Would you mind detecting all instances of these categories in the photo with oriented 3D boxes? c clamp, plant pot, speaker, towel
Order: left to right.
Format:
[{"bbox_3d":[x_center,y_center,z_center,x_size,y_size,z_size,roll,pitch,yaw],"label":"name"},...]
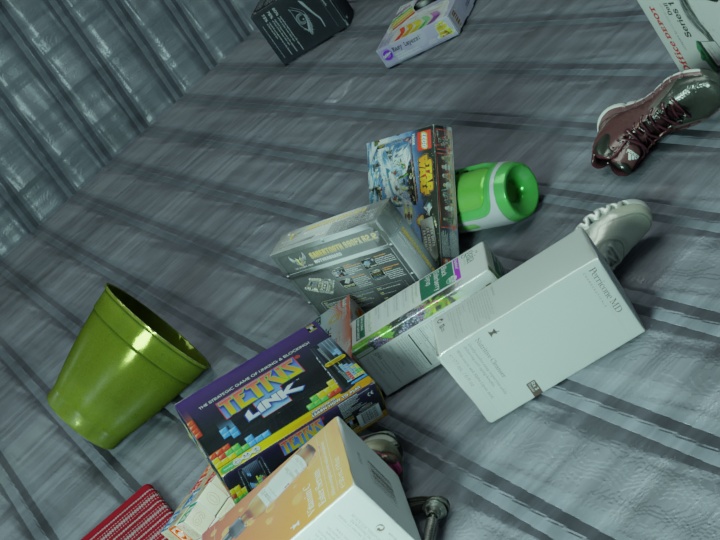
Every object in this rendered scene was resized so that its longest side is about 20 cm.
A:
[{"bbox_3d":[-0.364,0.157,1.879,0.193,0.200,0.200,-51,24,-1],"label":"plant pot"},{"bbox_3d":[-0.296,0.357,1.600,0.144,0.023,0.200,-41,25,-12],"label":"towel"},{"bbox_3d":[0.046,0.292,1.232,0.170,0.027,0.200,-33,24,27],"label":"c clamp"},{"bbox_3d":[0.146,-0.095,1.715,0.199,0.089,0.089,-10,36,47],"label":"speaker"}]

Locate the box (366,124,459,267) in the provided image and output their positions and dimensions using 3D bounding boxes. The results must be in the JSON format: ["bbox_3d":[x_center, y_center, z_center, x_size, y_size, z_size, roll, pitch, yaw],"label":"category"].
[{"bbox_3d":[0.071,-0.087,1.706,0.040,0.202,0.136,2,-8,-41],"label":"box"}]

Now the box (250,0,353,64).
[{"bbox_3d":[-0.138,-0.615,2.988,0.199,0.148,0.105,-26,25,22],"label":"box"}]

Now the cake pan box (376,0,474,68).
[{"bbox_3d":[0.139,-0.508,2.521,0.183,0.052,0.200,-18,31,34],"label":"cake pan box"}]

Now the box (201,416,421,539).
[{"bbox_3d":[-0.054,0.275,1.263,0.200,0.106,0.152,-42,20,6],"label":"box"}]

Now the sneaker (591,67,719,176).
[{"bbox_3d":[0.370,-0.172,1.571,0.200,0.076,0.116,-25,29,51],"label":"sneaker"}]

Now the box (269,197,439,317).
[{"bbox_3d":[0.000,0.000,1.657,0.199,0.159,0.048,-17,30,40],"label":"box"}]

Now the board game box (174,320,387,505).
[{"bbox_3d":[-0.093,0.159,1.424,0.199,0.057,0.165,-31,35,-13],"label":"board game box"}]

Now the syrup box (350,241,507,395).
[{"bbox_3d":[0.090,0.058,1.519,0.199,0.082,0.079,-33,24,15],"label":"syrup box"}]

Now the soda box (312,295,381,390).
[{"bbox_3d":[-0.019,0.116,1.586,0.068,0.064,0.200,-36,22,16],"label":"soda box"}]

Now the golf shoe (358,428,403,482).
[{"bbox_3d":[-0.042,0.240,1.396,0.199,0.073,0.092,-22,20,10],"label":"golf shoe"}]

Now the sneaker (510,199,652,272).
[{"bbox_3d":[0.257,-0.001,1.421,0.200,0.075,0.081,-39,37,4],"label":"sneaker"}]

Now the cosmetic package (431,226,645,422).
[{"bbox_3d":[0.189,0.059,1.342,0.199,0.113,0.081,-34,24,14],"label":"cosmetic package"}]

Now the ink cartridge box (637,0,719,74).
[{"bbox_3d":[0.473,-0.326,1.596,0.084,0.146,0.200,-47,24,-18],"label":"ink cartridge box"}]

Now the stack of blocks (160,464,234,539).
[{"bbox_3d":[-0.145,0.245,1.501,0.200,0.059,0.115,-55,9,-33],"label":"stack of blocks"}]
